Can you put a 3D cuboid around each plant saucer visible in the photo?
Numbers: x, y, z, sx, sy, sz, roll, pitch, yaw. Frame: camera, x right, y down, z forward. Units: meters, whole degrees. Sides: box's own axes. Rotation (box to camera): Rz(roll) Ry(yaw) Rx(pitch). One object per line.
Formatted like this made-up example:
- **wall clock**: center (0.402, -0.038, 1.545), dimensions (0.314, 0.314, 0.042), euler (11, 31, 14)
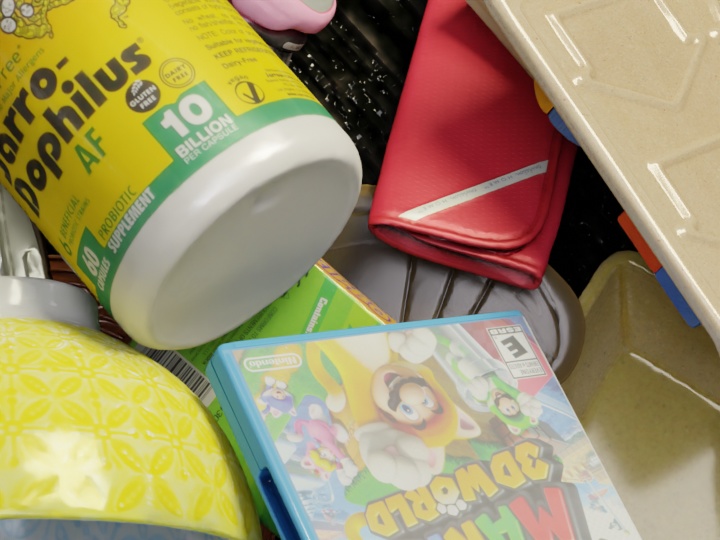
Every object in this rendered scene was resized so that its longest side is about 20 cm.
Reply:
- **plant saucer**: center (0.137, 0.127, 1.195), dimensions (0.200, 0.048, 0.200), euler (32, 78, 5)

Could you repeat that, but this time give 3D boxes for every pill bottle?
- **pill bottle**: center (-0.101, -0.075, 1.112), dimensions (0.113, 0.113, 0.200), euler (-37, 68, -10)

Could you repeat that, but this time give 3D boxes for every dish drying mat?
- **dish drying mat**: center (0.058, -0.078, 1.203), dimensions (0.077, 0.018, 0.200), euler (15, 49, 1)

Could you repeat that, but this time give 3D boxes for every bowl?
- **bowl**: center (-0.138, 0.065, 1.105), dimensions (0.199, 0.200, 0.108), euler (-2, 72, -3)

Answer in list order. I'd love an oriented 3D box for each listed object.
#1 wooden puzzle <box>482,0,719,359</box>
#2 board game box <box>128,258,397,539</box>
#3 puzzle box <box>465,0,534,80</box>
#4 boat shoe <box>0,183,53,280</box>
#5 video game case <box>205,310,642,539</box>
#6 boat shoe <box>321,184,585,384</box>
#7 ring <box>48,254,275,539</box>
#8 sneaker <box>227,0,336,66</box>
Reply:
- **wooden puzzle**: center (0.150, -0.058, 1.162), dimensions (0.185, 0.046, 0.200), euler (-21, 76, -41)
- **board game box**: center (0.001, 0.072, 1.149), dimensions (0.200, 0.030, 0.096), euler (41, 101, 10)
- **puzzle box**: center (0.144, -0.076, 1.217), dimensions (0.200, 0.025, 0.133), euler (51, 47, 8)
- **boat shoe**: center (-0.174, -0.051, 1.198), dimensions (0.066, 0.074, 0.201), euler (-12, 69, -9)
- **video game case**: center (0.042, 0.104, 1.065), dimensions (0.143, 0.018, 0.200), euler (-5, 55, -34)
- **boat shoe**: center (0.000, 0.000, 1.198), dimensions (0.199, 0.065, 0.073), euler (23, 82, 10)
- **ring**: center (-0.133, 0.091, 1.204), dimensions (0.200, 0.019, 0.201), euler (1, 77, -3)
- **sneaker**: center (-0.109, -0.117, 1.214), dimensions (0.200, 0.079, 0.096), euler (31, 108, 25)
